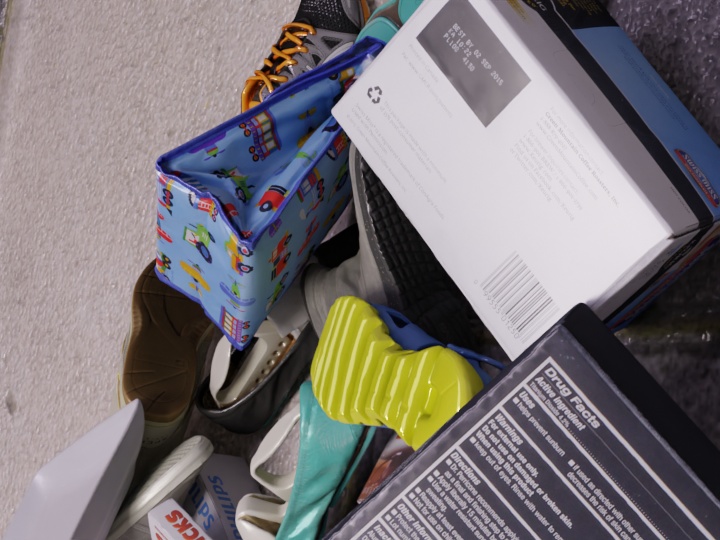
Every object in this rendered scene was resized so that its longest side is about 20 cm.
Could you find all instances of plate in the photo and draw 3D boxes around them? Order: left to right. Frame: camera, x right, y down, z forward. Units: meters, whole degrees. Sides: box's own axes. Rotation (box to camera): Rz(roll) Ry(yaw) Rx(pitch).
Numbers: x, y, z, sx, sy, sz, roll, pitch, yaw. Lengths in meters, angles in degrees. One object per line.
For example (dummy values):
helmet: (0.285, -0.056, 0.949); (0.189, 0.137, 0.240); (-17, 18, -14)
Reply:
plate: (-0.229, 0.208, 1.373); (0.200, 0.032, 0.200); (-35, 27, 51)

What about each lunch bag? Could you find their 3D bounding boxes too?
lunch bag: (-0.042, -0.067, 1.301); (0.094, 0.200, 0.151); (41, 154, 15)

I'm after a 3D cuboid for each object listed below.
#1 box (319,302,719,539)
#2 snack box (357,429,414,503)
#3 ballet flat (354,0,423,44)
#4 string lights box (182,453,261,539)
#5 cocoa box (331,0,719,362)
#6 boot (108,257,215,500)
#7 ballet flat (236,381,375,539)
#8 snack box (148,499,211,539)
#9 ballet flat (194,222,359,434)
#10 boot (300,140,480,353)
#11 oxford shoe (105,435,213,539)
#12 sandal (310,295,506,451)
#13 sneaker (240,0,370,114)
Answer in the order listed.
box: (0.108, 0.158, 0.989); (0.198, 0.123, 0.200); (-43, 85, 14)
snack box: (0.075, 0.122, 1.189); (0.199, 0.024, 0.072); (-11, 44, 56)
ballet flat: (0.051, -0.177, 1.315); (0.068, 0.070, 0.200); (53, 157, 7)
string lights box: (-0.143, 0.245, 1.429); (0.200, 0.059, 0.103); (-55, 42, 24)
cocoa box: (0.109, -0.067, 1.103); (0.133, 0.131, 0.200); (-45, 74, 32)
boot: (-0.163, 0.094, 1.489); (0.201, 0.072, 0.155); (-81, 8, -51)
ballet flat: (-0.047, 0.157, 1.294); (0.067, 0.070, 0.201); (-72, 2, -65)
snack box: (-0.078, 0.241, 1.275); (0.200, 0.024, 0.072); (40, 146, 38)
ballet flat: (-0.058, 0.044, 1.383); (0.201, 0.068, 0.068); (-56, 41, 22)
boot: (0.000, 0.000, 1.274); (0.130, 0.067, 0.201); (-3, 105, 49)
oxford shoe: (-0.164, 0.200, 1.382); (0.200, 0.058, 0.075); (-50, 1, 18)
sandal: (0.038, 0.072, 1.172); (0.200, 0.087, 0.080); (31, 104, 56)
sneaker: (-0.049, -0.140, 1.428); (0.078, 0.077, 0.202); (8, 83, 54)
